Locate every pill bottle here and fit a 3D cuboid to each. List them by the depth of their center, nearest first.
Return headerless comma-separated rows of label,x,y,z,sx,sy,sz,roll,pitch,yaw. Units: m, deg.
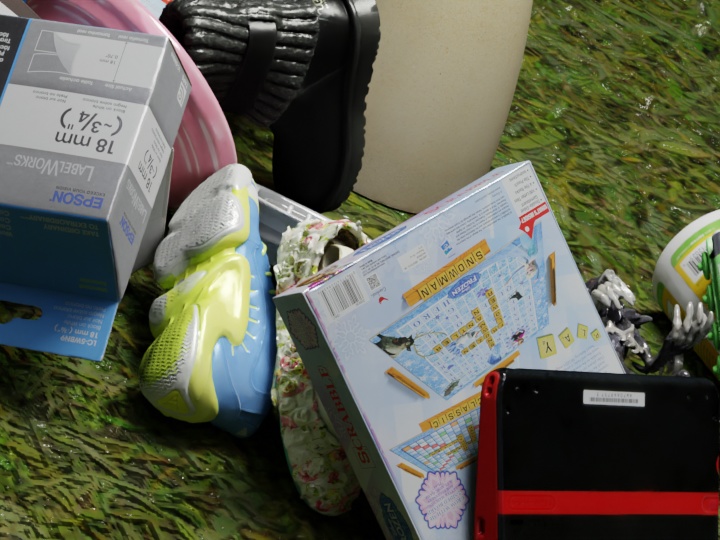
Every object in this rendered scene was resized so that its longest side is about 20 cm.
pill bottle,0.322,0.052,1.930,0.111,0.111,0.200,5,37,-36

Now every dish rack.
dish rack,0.000,0.000,1.758,0.200,0.044,0.172,27,5,-2

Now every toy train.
toy train,0.282,0.056,1.840,0.042,0.056,0.200,-6,62,4

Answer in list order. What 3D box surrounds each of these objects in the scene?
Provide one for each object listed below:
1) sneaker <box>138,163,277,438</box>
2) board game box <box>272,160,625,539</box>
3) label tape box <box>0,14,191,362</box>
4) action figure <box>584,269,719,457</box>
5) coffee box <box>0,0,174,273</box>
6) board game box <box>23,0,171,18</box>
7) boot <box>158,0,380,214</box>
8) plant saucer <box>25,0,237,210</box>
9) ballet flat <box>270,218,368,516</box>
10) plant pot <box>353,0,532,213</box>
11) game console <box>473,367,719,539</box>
sneaker,-0.084,0.028,1.636,0.105,0.076,0.200,38,47,-28
board game box,0.068,0.061,1.576,0.200,0.041,0.200,-29,100,-31
label tape box,-0.204,-0.056,1.536,0.144,0.063,0.200,9,65,15
action figure,0.204,0.056,1.835,0.119,0.102,0.200,4,40,-35
coffee box,-0.220,-0.090,1.666,0.080,0.113,0.200,-30,61,-31
board game box,-0.199,-0.199,1.918,0.200,0.056,0.196,36,24,13
boot,-0.080,-0.119,1.797,0.158,0.211,0.079,-13,44,-25
plant saucer,-0.172,-0.118,1.726,0.201,0.201,0.051,40,65,20
ballet flat,-0.019,0.055,1.589,0.076,0.064,0.200,11,63,-41
plant pot,0.056,-0.179,1.978,0.187,0.200,0.187,22,29,-13
game console,0.153,0.154,1.586,0.200,0.177,0.031,4,-7,-37
